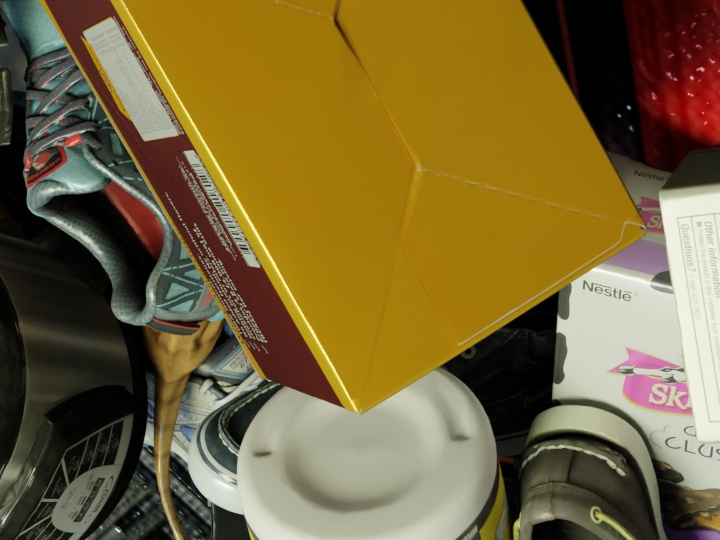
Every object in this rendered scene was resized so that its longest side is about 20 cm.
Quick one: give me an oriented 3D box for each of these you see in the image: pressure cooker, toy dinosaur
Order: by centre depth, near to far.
[{"bbox_3d":[-0.198,0.060,1.258,0.175,0.200,0.180,-12,78,18],"label":"pressure cooker"},{"bbox_3d":[-0.092,0.035,1.293,0.060,0.107,0.201,8,125,-10],"label":"toy dinosaur"}]

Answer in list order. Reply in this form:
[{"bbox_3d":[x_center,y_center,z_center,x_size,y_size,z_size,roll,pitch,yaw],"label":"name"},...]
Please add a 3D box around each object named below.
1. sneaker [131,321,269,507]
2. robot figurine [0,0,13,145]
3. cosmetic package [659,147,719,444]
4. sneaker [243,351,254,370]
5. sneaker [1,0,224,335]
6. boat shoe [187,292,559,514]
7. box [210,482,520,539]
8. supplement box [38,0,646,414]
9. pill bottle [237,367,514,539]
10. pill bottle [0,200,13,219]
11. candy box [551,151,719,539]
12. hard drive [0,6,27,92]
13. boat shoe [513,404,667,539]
[{"bbox_3d":[-0.064,0.073,1.358,0.199,0.077,0.086,27,137,16],"label":"sneaker"},{"bbox_3d":[-0.225,-0.127,1.215,0.145,0.058,0.201,-26,79,49],"label":"robot figurine"},{"bbox_3d":[0.219,-0.001,0.969,0.198,0.073,0.104,-5,104,18],"label":"cosmetic package"},{"bbox_3d":[0.000,0.000,1.226,0.082,0.078,0.201,32,142,9],"label":"sneaker"},{"bbox_3d":[-0.116,-0.064,1.179,0.079,0.095,0.201,-40,80,45],"label":"sneaker"},{"bbox_3d":[0.017,0.047,1.186,0.071,0.199,0.091,58,148,34],"label":"boat shoe"},{"bbox_3d":[0.015,0.211,1.338,0.180,0.105,0.201,-2,136,-4],"label":"box"},{"bbox_3d":[-0.015,-0.066,1.038,0.198,0.132,0.200,60,170,-8],"label":"supplement box"},{"bbox_3d":[0.017,0.141,1.137,0.111,0.112,0.201,17,143,27],"label":"pill bottle"},{"bbox_3d":[-0.252,-0.030,1.378,0.111,0.111,0.201,-6,125,43],"label":"pill bottle"},{"bbox_3d":[0.169,0.059,1.123,0.166,0.072,0.201,14,137,14],"label":"candy box"},{"bbox_3d":[-0.167,-0.144,1.265,0.199,0.027,0.133,10,133,34],"label":"hard drive"},{"bbox_3d":[0.114,0.149,1.142,0.071,0.061,0.202,-6,130,27],"label":"boat shoe"}]
